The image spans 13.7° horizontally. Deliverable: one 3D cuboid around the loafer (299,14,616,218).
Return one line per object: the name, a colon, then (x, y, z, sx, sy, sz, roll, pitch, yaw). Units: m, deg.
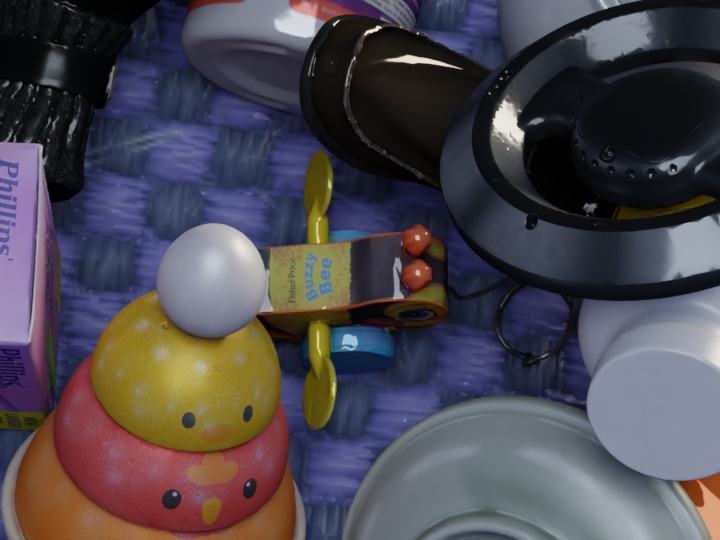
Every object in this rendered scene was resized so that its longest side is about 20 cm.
loafer: (0.057, -0.069, 1.436, 0.200, 0.071, 0.073, 24, 78, -38)

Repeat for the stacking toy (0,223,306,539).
stacking toy: (-0.084, 0.057, 1.369, 0.146, 0.200, 0.146, 7, 44, -7)

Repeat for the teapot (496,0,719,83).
teapot: (0.159, -0.148, 1.480, 0.200, 0.146, 0.198, -5, 75, -3)

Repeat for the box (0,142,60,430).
box: (-0.245, 0.008, 1.402, 0.200, 0.176, 0.097, 1, 74, -3)

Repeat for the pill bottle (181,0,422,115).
pill bottle: (-0.012, -0.186, 1.499, 0.111, 0.111, 0.200, 15, 75, 2)

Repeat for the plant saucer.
plant saucer: (0.070, 0.160, 1.381, 0.200, 0.050, 0.200, 7, 105, 26)

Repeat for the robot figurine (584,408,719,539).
robot figurine: (0.165, 0.131, 1.418, 0.200, 0.144, 0.117, 46, 48, 9)

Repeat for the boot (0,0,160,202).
boot: (-0.132, -0.117, 1.439, 0.079, 0.211, 0.158, 29, 69, -22)

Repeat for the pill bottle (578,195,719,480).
pill bottle: (0.159, 0.006, 1.372, 0.104, 0.104, 0.200, 21, 38, 3)

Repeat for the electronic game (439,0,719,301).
electronic game: (0.134, -0.058, 1.344, 0.200, 0.042, 0.200, -10, 41, 9)

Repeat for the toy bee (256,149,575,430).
toy bee: (0.000, 0.000, 1.451, 0.200, 0.109, 0.131, -21, 75, -8)
